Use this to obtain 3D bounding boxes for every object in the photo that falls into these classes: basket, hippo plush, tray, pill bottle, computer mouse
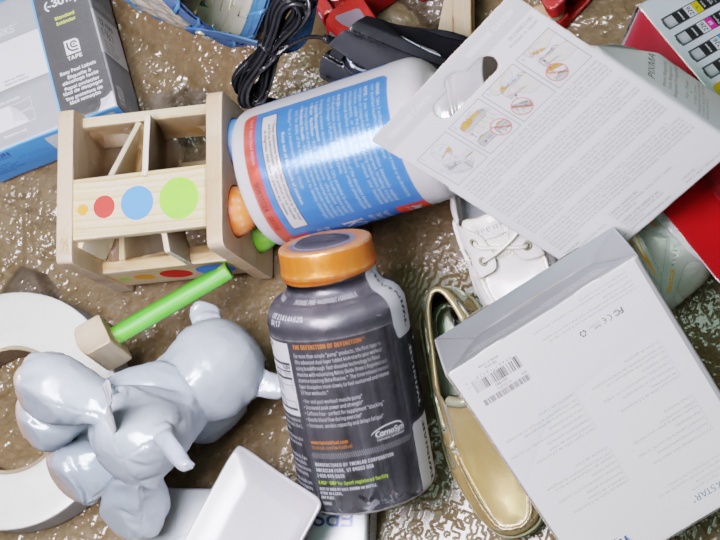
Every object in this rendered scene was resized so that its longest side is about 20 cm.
[{"bbox_3d":[-0.103,-0.273,1.313,0.200,0.139,0.177,13,83,38],"label":"basket"},{"bbox_3d":[-0.160,0.088,1.232,0.159,0.200,0.161,41,55,6],"label":"hippo plush"},{"bbox_3d":[-0.103,0.242,1.212,0.107,0.022,0.200,27,88,44],"label":"tray"},{"bbox_3d":[0.014,-0.095,1.207,0.200,0.112,0.112,-15,74,21],"label":"pill bottle"},{"bbox_3d":[-0.010,0.072,1.197,0.106,0.106,0.200,-6,105,15],"label":"pill bottle"},{"bbox_3d":[-0.001,-0.143,1.268,0.140,0.200,0.046,-48,39,41],"label":"computer mouse"}]

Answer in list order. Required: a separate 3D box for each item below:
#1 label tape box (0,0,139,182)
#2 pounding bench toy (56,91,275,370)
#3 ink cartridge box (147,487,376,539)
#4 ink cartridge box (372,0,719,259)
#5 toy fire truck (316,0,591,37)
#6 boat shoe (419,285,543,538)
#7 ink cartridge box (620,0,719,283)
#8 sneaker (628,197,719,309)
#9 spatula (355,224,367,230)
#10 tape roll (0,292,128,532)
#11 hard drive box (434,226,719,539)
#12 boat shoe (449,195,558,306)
[{"bbox_3d":[-0.286,-0.196,1.396,0.143,0.066,0.200,-20,75,10],"label":"label tape box"},{"bbox_3d":[-0.146,-0.025,1.286,0.156,0.124,0.200,-5,77,15],"label":"pounding bench toy"},{"bbox_3d":[-0.088,0.271,1.250,0.199,0.041,0.200,-2,78,16],"label":"ink cartridge box"},{"bbox_3d":[0.136,-0.100,1.114,0.200,0.057,0.163,33,129,-16],"label":"ink cartridge box"},{"bbox_3d":[0.074,-0.222,1.307,0.200,0.049,0.141,-35,72,6],"label":"toy fire truck"},{"bbox_3d":[0.085,0.107,1.217,0.072,0.076,0.200,-24,74,7],"label":"boat shoe"},{"bbox_3d":[0.283,-0.116,1.172,0.175,0.084,0.200,-29,70,-20],"label":"ink cartridge box"},{"bbox_3d":[0.185,-0.048,1.228,0.092,0.076,0.200,-47,68,8],"label":"sneaker"},{"bbox_3d":[0.000,0.000,1.293,0.056,0.021,0.200,-9,73,1],"label":"spatula"},{"bbox_3d":[-0.287,0.119,1.342,0.202,0.037,0.203,-3,78,15],"label":"tape roll"},{"bbox_3d":[0.171,0.098,1.142,0.156,0.077,0.200,-32,106,6],"label":"hard drive box"},{"bbox_3d":[0.105,-0.030,1.245,0.071,0.069,0.200,-25,72,10],"label":"boat shoe"}]
